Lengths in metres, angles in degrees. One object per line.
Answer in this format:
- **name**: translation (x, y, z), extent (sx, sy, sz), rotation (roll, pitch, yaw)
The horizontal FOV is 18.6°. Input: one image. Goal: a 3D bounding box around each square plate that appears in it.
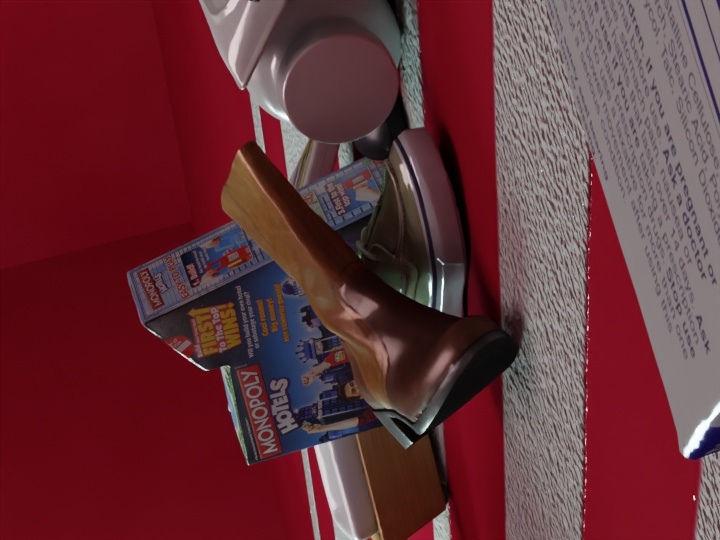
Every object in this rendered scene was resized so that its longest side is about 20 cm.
- **square plate**: translation (-0.061, -0.239, 1.339), extent (0.199, 0.028, 0.200), rotation (-64, 26, 23)

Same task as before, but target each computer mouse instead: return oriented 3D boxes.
- **computer mouse**: translation (-0.005, -0.125, 1.512), extent (0.200, 0.034, 0.059), rotation (-119, 15, -66)

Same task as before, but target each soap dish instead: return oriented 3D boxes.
- **soap dish**: translation (0.003, 0.109, 1.714), extent (0.157, 0.081, 0.201), rotation (-178, 74, -83)

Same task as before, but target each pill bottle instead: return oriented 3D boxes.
- **pill bottle**: translation (-0.035, -0.158, 1.394), extent (0.200, 0.104, 0.105), rotation (-116, 14, -56)

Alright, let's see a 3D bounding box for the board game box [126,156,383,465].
- **board game box**: translation (-0.052, 0.032, 1.514), extent (0.062, 0.199, 0.201), rotation (-114, 13, -50)

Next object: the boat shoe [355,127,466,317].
- **boat shoe**: translation (0.029, -0.006, 1.362), extent (0.200, 0.062, 0.072), rotation (84, 169, -49)

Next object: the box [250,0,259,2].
- **box**: translation (-0.088, -0.248, 1.310), extent (0.200, 0.049, 0.162), rotation (23, 98, 66)

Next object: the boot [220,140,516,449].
- **boot**: translation (0.000, 0.000, 1.293), extent (0.200, 0.068, 0.188), rotation (53, 169, 5)

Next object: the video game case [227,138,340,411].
- **video game case**: translation (-0.058, -0.006, 1.720), extent (0.182, 0.022, 0.201), rotation (120, 165, -64)

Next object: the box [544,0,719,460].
- **box**: translation (0.104, -0.080, 0.453), extent (0.200, 0.104, 0.185), rotation (98, 157, -73)
